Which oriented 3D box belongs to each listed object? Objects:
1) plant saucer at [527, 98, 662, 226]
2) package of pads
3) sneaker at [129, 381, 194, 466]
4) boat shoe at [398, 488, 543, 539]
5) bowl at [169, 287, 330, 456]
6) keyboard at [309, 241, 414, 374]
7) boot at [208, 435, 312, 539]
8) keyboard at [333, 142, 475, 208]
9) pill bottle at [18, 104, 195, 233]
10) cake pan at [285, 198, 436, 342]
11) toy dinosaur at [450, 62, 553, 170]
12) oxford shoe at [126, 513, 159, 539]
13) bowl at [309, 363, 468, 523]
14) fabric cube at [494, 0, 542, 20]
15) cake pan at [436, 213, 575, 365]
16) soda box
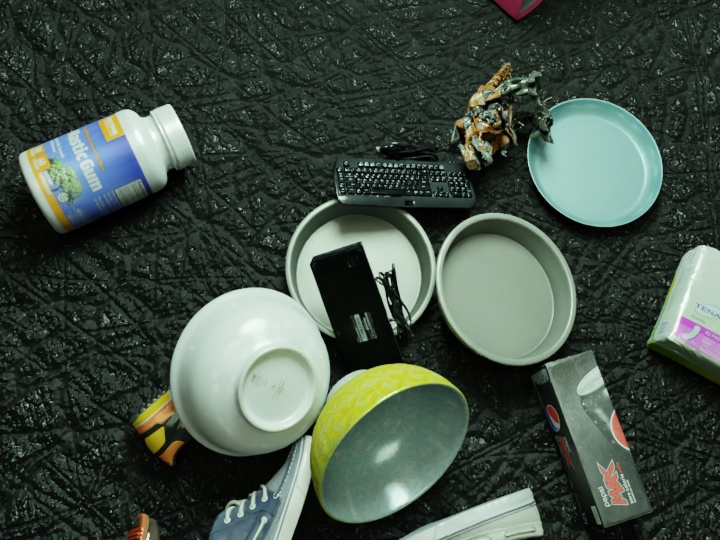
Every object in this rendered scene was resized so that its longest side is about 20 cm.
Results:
[{"bbox_3d":[0.334,-0.153,1.025,0.197,0.027,0.203,1,73,-4],"label":"plant saucer"},{"bbox_3d":[0.503,0.075,0.943,0.198,0.068,0.156,28,72,4],"label":"package of pads"},{"bbox_3d":[-0.176,0.153,0.870,0.199,0.070,0.091,-35,97,-17],"label":"sneaker"},{"bbox_3d":[0.123,0.321,0.834,0.198,0.071,0.071,-15,71,-16],"label":"boat shoe"},{"bbox_3d":[-0.109,0.125,0.815,0.199,0.090,0.204,-3,97,-30],"label":"bowl"},{"bbox_3d":[0.017,0.061,0.881,0.103,0.040,0.202,-14,105,20],"label":"keyboard"},{"bbox_3d":[-0.119,0.279,0.821,0.089,0.073,0.202,20,72,-4],"label":"boot"},{"bbox_3d":[0.060,-0.135,0.959,0.197,0.040,0.105,0,57,-18],"label":"keyboard"},{"bbox_3d":[-0.321,-0.139,0.921,0.198,0.112,0.113,-27,76,-12],"label":"pill bottle"},{"bbox_3d":[0.000,0.000,0.942,0.197,0.037,0.203,1,72,-4],"label":"cake pan"},{"bbox_3d":[0.193,-0.227,1.001,0.134,0.102,0.203,-5,69,29],"label":"toy dinosaur"},{"bbox_3d":[-0.231,0.378,0.795,0.072,0.071,0.203,8,65,-32],"label":"oxford shoe"},{"bbox_3d":[0.016,0.180,0.829,0.199,0.201,0.108,-31,43,-14],"label":"bowl"},{"bbox_3d":[0.245,-0.544,1.057,0.196,0.200,0.199,-42,78,-15],"label":"fabric cube"},{"bbox_3d":[0.183,0.026,0.922,0.198,0.037,0.203,6,70,-17],"label":"cake pan"},{"bbox_3d":[0.283,0.208,0.884,0.070,0.063,0.202,-14,74,-9],"label":"soda box"}]
